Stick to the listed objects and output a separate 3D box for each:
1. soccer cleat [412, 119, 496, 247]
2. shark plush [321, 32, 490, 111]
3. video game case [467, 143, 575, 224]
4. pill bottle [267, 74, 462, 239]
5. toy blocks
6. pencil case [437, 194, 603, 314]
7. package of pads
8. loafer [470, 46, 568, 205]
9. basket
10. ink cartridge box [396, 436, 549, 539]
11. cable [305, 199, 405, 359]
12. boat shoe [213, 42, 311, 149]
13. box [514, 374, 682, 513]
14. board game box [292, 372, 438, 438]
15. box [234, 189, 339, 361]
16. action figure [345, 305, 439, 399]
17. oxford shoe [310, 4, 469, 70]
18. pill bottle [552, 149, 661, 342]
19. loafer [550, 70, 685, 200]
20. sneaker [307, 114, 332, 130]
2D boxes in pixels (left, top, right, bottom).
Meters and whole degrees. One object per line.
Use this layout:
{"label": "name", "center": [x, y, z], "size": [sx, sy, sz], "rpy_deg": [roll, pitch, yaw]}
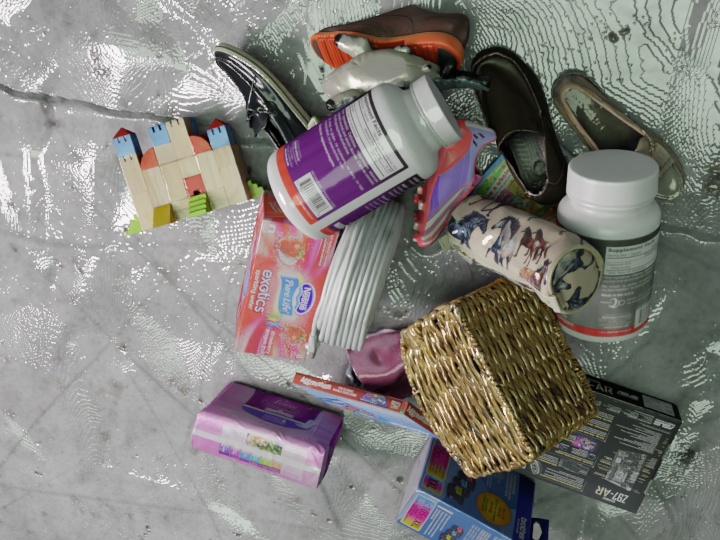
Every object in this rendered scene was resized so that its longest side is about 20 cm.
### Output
{"label": "soccer cleat", "center": [0.108, -0.098, 0.937], "size": [0.076, 0.067, 0.201], "rpy_deg": [5, 139, -2]}
{"label": "shark plush", "center": [0.047, -0.227, 0.890], "size": [0.199, 0.083, 0.091], "rpy_deg": [-8, 77, 14]}
{"label": "video game case", "center": [0.240, -0.069, 0.968], "size": [0.200, 0.018, 0.143], "rpy_deg": [40, 115, -4]}
{"label": "pill bottle", "center": [0.005, -0.125, 0.835], "size": [0.199, 0.113, 0.113], "rpy_deg": [-29, 102, 17]}
{"label": "toy blocks", "center": [-0.234, -0.140, 1.024], "size": [0.199, 0.100, 0.138], "rpy_deg": [-15, 98, 8]}
{"label": "pencil case", "center": [0.178, -0.020, 0.866], "size": [0.089, 0.200, 0.078], "rpy_deg": [-45, 126, -7]}
{"label": "package of pads", "center": [-0.132, 0.235, 1.124], "size": [0.199, 0.121, 0.076], "rpy_deg": [15, 109, 8]}
{"label": "loafer", "center": [0.186, -0.170, 0.895], "size": [0.073, 0.071, 0.201], "rpy_deg": [-29, 86, 26]}
{"label": "basket", "center": [0.158, 0.125, 0.917], "size": [0.143, 0.149, 0.201], "rpy_deg": [-37, 78, 49]}
{"label": "ink cartridge box", "center": [0.164, 0.330, 1.079], "size": [0.199, 0.137, 0.077], "rpy_deg": [29, 120, 1]}
{"label": "cable", "center": [0.000, 0.000, 0.955], "size": [0.069, 0.201, 0.201], "rpy_deg": [19, 138, 1]}
{"label": "boat shoe", "center": [-0.118, -0.200, 0.970], "size": [0.062, 0.075, 0.200], "rpy_deg": [-44, 101, -10]}
{"label": "box", "center": [0.308, 0.226, 1.053], "size": [0.199, 0.044, 0.161], "rpy_deg": [18, 114, 7]}
{"label": "board game box", "center": [0.009, 0.182, 1.045], "size": [0.199, 0.020, 0.103], "rpy_deg": [8, 156, 41]}
{"label": "box", "center": [-0.101, 0.009, 1.024], "size": [0.102, 0.095, 0.201], "rpy_deg": [10, 117, -13]}
{"label": "action figure", "center": [0.083, 0.096, 1.043], "size": [0.200, 0.134, 0.149], "rpy_deg": [-42, 70, 25]}
{"label": "oxford shoe", "center": [0.035, -0.275, 0.921], "size": [0.199, 0.073, 0.071], "rpy_deg": [10, 153, 23]}
{"label": "pill bottle", "center": [0.282, -0.028, 0.888], "size": [0.113, 0.114, 0.201], "rpy_deg": [2, 121, 13]}
{"label": "loafer", "center": [0.299, -0.148, 0.897], "size": [0.200, 0.063, 0.072], "rpy_deg": [42, 114, -4]}
{"label": "sneaker", "center": [-0.021, -0.158, 0.930], "size": [0.200, 0.067, 0.090], "rpy_deg": [-42, 128, 4]}
